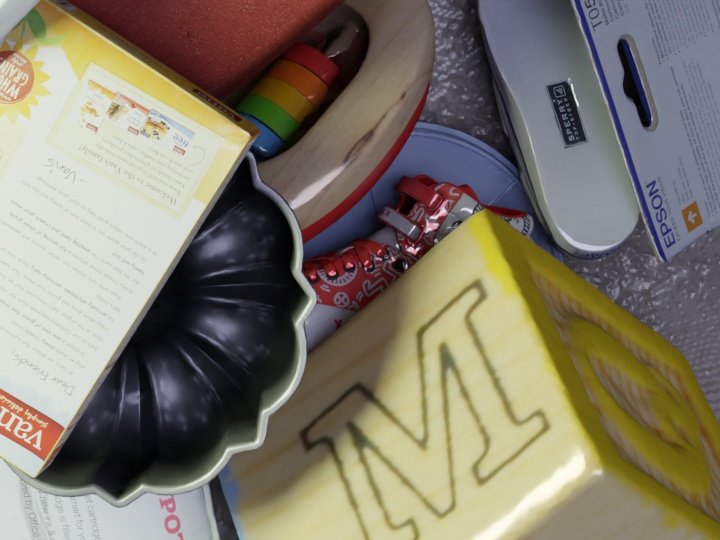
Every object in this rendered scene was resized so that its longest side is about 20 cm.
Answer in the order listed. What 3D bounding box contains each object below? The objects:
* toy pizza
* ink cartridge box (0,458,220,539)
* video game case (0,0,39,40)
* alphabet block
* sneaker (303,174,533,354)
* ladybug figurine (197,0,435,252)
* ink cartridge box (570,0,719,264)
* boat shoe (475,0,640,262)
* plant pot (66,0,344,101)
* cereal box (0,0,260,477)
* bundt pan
[{"bbox_3d":[0.017,0.015,1.658,0.200,0.032,0.201,-3,101,-17],"label":"toy pizza"},{"bbox_3d":[-0.189,0.108,1.579,0.200,0.083,0.146,-15,104,-15],"label":"ink cartridge box"},{"bbox_3d":[-0.232,-0.152,1.439,0.200,0.183,0.022,-42,144,23],"label":"video game case"},{"bbox_3d":[0.072,0.126,1.533,0.200,0.197,0.195,-41,134,18],"label":"alphabet block"},{"bbox_3d":[0.000,0.000,1.599,0.201,0.067,0.108,5,98,-22],"label":"sneaker"},{"bbox_3d":[-0.035,-0.075,1.580,0.200,0.136,0.072,-47,140,-14],"label":"ladybug figurine"},{"bbox_3d":[0.188,-0.132,1.649,0.200,0.041,0.200,-30,109,-34],"label":"ink cartridge box"},{"bbox_3d":[0.106,-0.101,1.648,0.072,0.066,0.200,-16,83,-11],"label":"boat shoe"},{"bbox_3d":[-0.098,-0.195,1.507,0.200,0.200,0.176,31,101,-20],"label":"plant pot"},{"bbox_3d":[-0.160,-0.022,1.430,0.144,0.040,0.200,34,99,1],"label":"cereal box"},{"bbox_3d":[-0.118,0.012,1.488,0.201,0.076,0.202,0,96,4],"label":"bundt pan"}]
